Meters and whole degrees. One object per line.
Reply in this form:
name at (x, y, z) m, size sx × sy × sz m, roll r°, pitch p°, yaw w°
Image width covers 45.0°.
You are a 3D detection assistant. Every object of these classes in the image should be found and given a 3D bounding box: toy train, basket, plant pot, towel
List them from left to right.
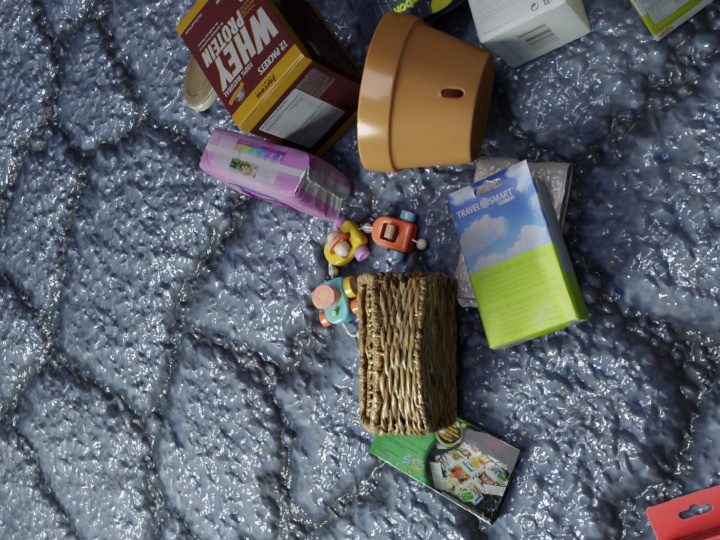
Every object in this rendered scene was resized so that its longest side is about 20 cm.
toy train at (0.000, 0.000, 1.213) m, size 0.149 × 0.055 × 0.203 m, roll 24°, pitch 98°, yaw 31°
basket at (0.035, 0.103, 1.098) m, size 0.147 × 0.142 × 0.204 m, roll 0°, pitch 89°, yaw 25°
plant pot at (0.090, -0.219, 1.110) m, size 0.138 × 0.200 × 0.204 m, roll 11°, pitch 91°, yaw 15°
towel at (0.192, -0.044, 1.113) m, size 0.131 × 0.034 × 0.204 m, roll 10°, pitch 91°, yaw 31°

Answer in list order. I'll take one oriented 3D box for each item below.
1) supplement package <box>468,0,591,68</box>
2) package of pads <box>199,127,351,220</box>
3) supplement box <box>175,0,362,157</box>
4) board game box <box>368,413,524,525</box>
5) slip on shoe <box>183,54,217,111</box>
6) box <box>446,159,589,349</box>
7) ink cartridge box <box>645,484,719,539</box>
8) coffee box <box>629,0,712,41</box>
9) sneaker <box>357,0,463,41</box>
supplement package at (0.196, -0.383, 1.091) m, size 0.116 × 0.116 × 0.204 m, roll -20°, pitch 76°, yaw 28°
package of pads at (-0.122, -0.138, 1.254) m, size 0.198 × 0.120 × 0.077 m, roll 19°, pitch 84°, yaw 34°
supplement box at (-0.115, -0.293, 1.223) m, size 0.133 × 0.199 × 0.199 m, roll -42°, pitch 67°, yaw 20°
board game box at (0.109, 0.237, 1.146) m, size 0.198 × 0.023 × 0.106 m, roll 25°, pitch 100°, yaw 30°
slip on shoe at (-0.243, -0.358, 1.387) m, size 0.076 × 0.060 × 0.202 m, roll 31°, pitch 102°, yaw 29°
box at (0.190, -0.018, 1.065) m, size 0.121 × 0.047 × 0.203 m, roll -22°, pitch 75°, yaw 28°
ink cartridge box at (0.391, 0.346, 0.939) m, size 0.115 × 0.067 × 0.203 m, roll -27°, pitch 73°, yaw 27°
coffee box at (0.344, -0.420, 0.957) m, size 0.199 × 0.197 × 0.202 m, roll -35°, pitch 69°, yaw 24°
sneaker at (0.078, -0.368, 1.194) m, size 0.198 × 0.082 × 0.075 m, roll -8°, pitch 109°, yaw 47°
